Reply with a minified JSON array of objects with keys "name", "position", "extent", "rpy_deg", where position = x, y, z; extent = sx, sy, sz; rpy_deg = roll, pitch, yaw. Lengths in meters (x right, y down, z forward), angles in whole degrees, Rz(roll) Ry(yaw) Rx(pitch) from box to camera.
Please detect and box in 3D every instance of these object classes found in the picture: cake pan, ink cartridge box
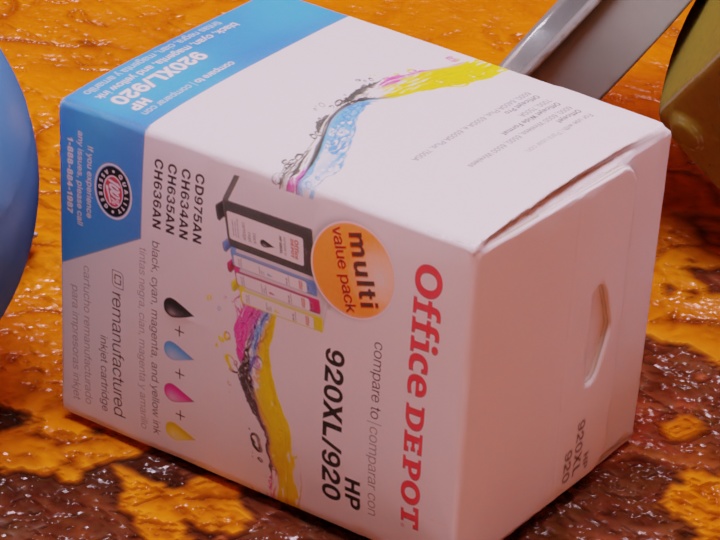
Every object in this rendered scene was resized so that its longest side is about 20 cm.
[{"name":"cake pan","position":[0.114,-0.117,1.359],"extent":[0.037,0.200,0.200],"rpy_deg":[42,32,-4]},{"name":"ink cartridge box","position":[0.000,0.000,1.144],"extent":[0.199,0.148,0.144],"rpy_deg":[20,32,29]}]

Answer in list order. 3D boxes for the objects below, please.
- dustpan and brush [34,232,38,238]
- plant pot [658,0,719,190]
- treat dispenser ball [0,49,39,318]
[{"name":"dustpan and brush","position":[-0.215,-0.090,1.238],"extent":[0.139,0.201,0.057],"rpy_deg":[11,37,12]},{"name":"plant pot","position":[0.249,-0.103,1.273],"extent":[0.200,0.194,0.196],"rpy_deg":[-40,88,-23]},{"name":"treat dispenser ball","position":[-0.227,-0.035,1.125],"extent":[0.200,0.202,0.201],"rpy_deg":[3,28,-1]}]
